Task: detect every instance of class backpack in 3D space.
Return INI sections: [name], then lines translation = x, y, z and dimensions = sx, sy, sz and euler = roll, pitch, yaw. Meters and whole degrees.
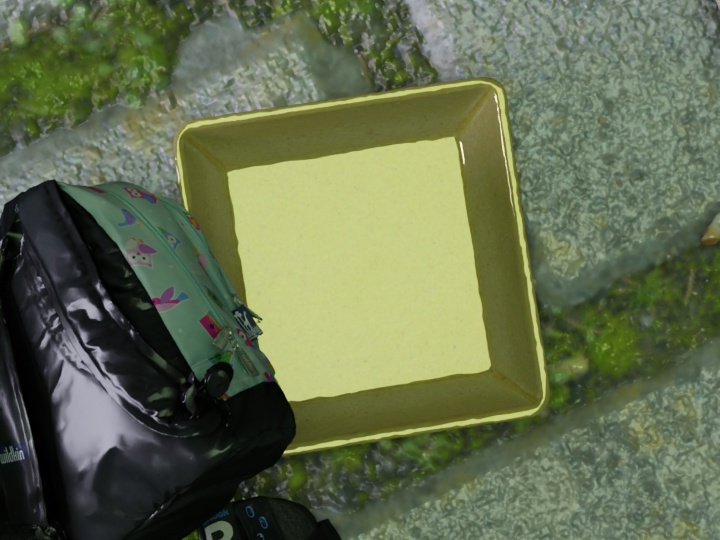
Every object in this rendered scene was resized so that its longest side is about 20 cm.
[backpack]
translation = -0.134, 0.047, 1.138
dimensions = 0.167, 0.126, 0.201
euler = -39, 70, 23

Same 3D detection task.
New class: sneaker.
[sneaker]
translation = -0.075, 0.191, 1.147
dimensions = 0.073, 0.199, 0.113
euler = -32, 83, 31

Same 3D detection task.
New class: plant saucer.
[plant saucer]
translation = 0.000, 0.000, 1.212
dimensions = 0.198, 0.048, 0.202
euler = -8, 88, -3

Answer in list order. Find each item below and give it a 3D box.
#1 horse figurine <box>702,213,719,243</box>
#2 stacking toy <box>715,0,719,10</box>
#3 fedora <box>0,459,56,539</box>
[horse figurine]
translation = 0.300, -0.040, 1.208
dimensions = 0.199, 0.050, 0.133
euler = 29, 72, 19
[stacking toy]
translation = 0.280, -0.214, 1.146
dimensions = 0.144, 0.201, 0.148
euler = 0, 62, 0
[fedora]
translation = -0.251, 0.080, 1.159
dimensions = 0.091, 0.200, 0.202
euler = -23, 90, 29
